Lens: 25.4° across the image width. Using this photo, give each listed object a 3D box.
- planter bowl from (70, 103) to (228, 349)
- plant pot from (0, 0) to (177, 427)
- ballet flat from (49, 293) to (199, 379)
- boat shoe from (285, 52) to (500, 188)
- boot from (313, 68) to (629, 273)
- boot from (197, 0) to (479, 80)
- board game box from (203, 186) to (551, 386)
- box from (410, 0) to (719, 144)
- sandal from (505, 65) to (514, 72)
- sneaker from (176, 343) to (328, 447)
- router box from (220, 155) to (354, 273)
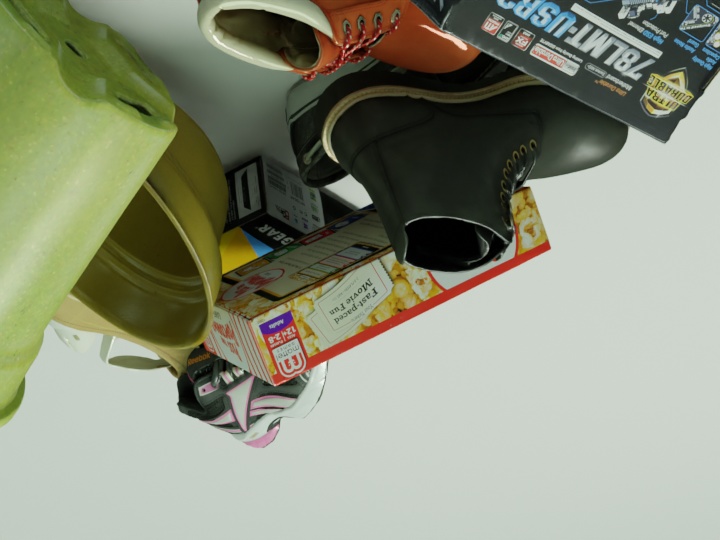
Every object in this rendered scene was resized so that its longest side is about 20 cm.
[{"bbox_3d":[-0.143,-0.054,0.988,0.199,0.084,0.201,30,148,21],"label":"planter bowl"},{"bbox_3d":[-0.198,-0.051,0.815,0.184,0.201,0.200,-45,140,13],"label":"plant pot"},{"bbox_3d":[-0.188,0.041,1.194,0.199,0.069,0.063,23,100,-45],"label":"ballet flat"},{"bbox_3d":[0.037,-0.113,0.987,0.199,0.064,0.070,-30,145,33],"label":"boat shoe"},{"bbox_3d":[0.084,-0.049,0.915,0.198,0.139,0.078,-5,130,-19],"label":"boot"},{"bbox_3d":[-0.009,-0.135,0.867,0.199,0.108,0.075,17,134,-29],"label":"boot"},{"bbox_3d":[0.000,0.000,1.024,0.199,0.047,0.151,-25,-166,-16],"label":"board game box"},{"bbox_3d":[0.149,-0.182,0.821,0.199,0.050,0.199,18,115,-41],"label":"box"},{"bbox_3d":[0.120,-0.101,1.032,0.075,0.048,0.201,-18,161,-25],"label":"sandal"},{"bbox_3d":[-0.083,0.075,1.184,0.086,0.081,0.200,14,143,-18],"label":"sneaker"},{"bbox_3d":[-0.067,-0.002,1.175,0.148,0.051,0.199,-24,149,28],"label":"router box"}]
